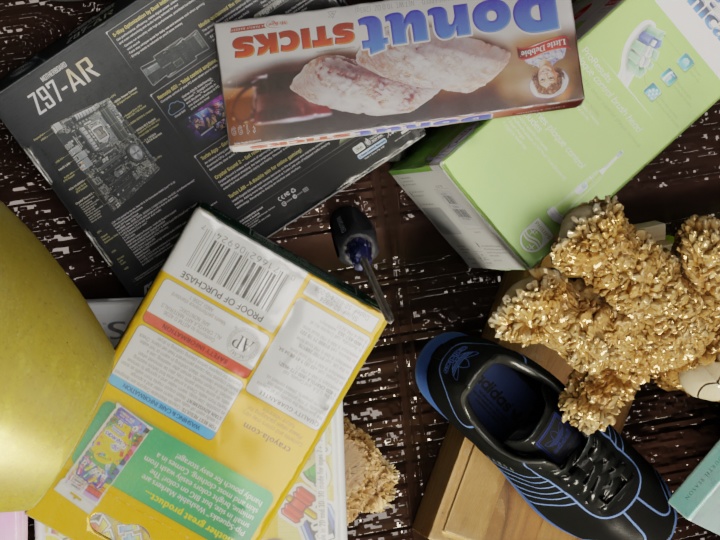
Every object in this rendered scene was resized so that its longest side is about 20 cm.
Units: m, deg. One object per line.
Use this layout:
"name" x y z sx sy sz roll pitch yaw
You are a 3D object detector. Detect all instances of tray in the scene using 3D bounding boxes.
"tray" 0.114 0.084 1.734 0.099 0.037 0.200 20 92 -18

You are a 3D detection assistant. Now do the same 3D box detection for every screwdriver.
"screwdriver" 0.000 0.000 1.605 0.029 0.200 0.028 -11 108 1

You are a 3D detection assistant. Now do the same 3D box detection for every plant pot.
"plant pot" -0.220 0.055 1.535 0.142 0.200 0.200 29 88 -12

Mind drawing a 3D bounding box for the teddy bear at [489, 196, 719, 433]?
"teddy bear" 0.162 0.028 1.585 0.145 0.067 0.200 -44 135 -1

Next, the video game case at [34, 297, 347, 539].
"video game case" -0.100 0.114 1.629 0.182 0.023 0.200 -2 97 -1

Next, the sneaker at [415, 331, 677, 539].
"sneaker" 0.119 0.111 1.679 0.200 0.078 0.070 37 86 -17

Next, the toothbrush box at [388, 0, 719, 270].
"toothbrush box" 0.128 -0.095 1.654 0.200 0.146 0.086 -41 98 -7

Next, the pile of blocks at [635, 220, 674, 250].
"pile of blocks" 0.233 0.020 1.722 0.200 0.062 0.082 18 92 -34

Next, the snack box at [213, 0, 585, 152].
"snack box" 0.021 -0.115 1.564 0.200 0.024 0.072 -8 82 1

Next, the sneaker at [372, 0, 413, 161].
"sneaker" 0.059 -0.164 1.673 0.104 0.060 0.200 1 93 -12

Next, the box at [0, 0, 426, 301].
"box" -0.087 -0.093 1.615 0.200 0.044 0.160 -34 105 9

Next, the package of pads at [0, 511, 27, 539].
"package of pads" -0.253 0.207 1.617 0.120 0.076 0.200 -1 97 -15

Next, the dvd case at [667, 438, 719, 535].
"dvd case" 0.257 0.101 1.699 0.022 0.200 0.146 41 93 18

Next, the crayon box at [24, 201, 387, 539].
"crayon box" -0.087 0.078 1.588 0.126 0.052 0.200 30 94 -4

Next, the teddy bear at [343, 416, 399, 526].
"teddy bear" -0.069 0.165 1.681 0.145 0.067 0.200 22 96 -8
